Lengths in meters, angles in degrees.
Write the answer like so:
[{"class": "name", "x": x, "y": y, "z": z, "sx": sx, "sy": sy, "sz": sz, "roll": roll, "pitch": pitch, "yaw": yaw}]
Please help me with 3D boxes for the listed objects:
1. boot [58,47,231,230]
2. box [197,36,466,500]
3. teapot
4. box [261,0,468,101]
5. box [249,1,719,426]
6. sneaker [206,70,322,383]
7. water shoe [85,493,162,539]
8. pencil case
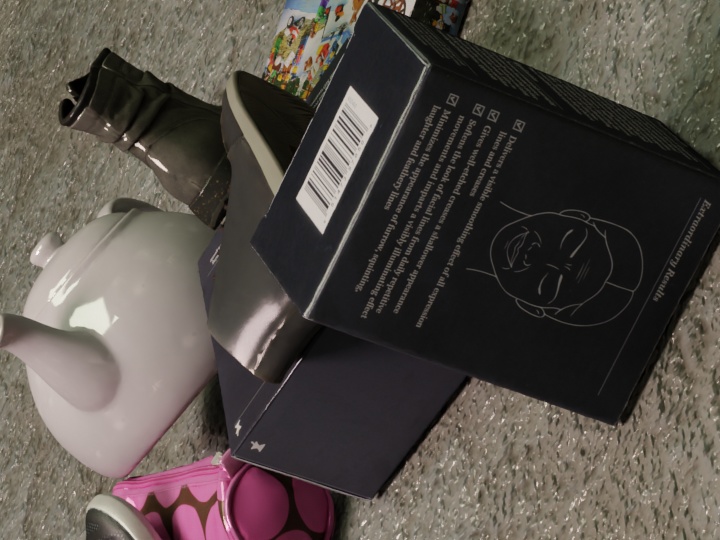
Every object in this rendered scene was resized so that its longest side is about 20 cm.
[{"class": "boot", "x": -0.117, "y": -0.104, "z": 1.888, "sx": 0.068, "sy": 0.130, "sz": 0.200, "roll": -54, "pitch": 2, "yaw": 17}, {"class": "box", "x": 0.000, "y": 0.000, "z": 1.773, "sx": 0.200, "sy": 0.104, "sz": 0.182, "roll": -54, "pitch": 30, "yaw": 31}, {"class": "teapot", "x": -0.156, "y": 0.028, "z": 1.944, "sx": 0.198, "sy": 0.146, "sz": 0.200, "roll": -49, "pitch": 0, "yaw": -18}, {"class": "box", "x": -0.008, "y": -0.127, "z": 1.947, "sx": 0.200, "sy": 0.038, "sz": 0.137, "roll": 15, "pitch": 86, "yaw": 64}, {"class": "box", "x": 0.070, "y": -0.029, "z": 1.548, "sx": 0.149, "sy": 0.199, "sz": 0.107, "roll": -63, "pitch": 26, "yaw": 13}, {"class": "sneaker", "x": -0.061, "y": -0.030, "z": 1.705, "sx": 0.106, "sy": 0.075, "sz": 0.200, "roll": -55, "pitch": 31, "yaw": 23}, {"class": "water shoe", "x": -0.152, "y": 0.243, "z": 1.844, "sx": 0.071, "sy": 0.079, "sz": 0.201, "roll": -1, "pitch": 104, "yaw": 56}, {"class": "pencil case", "x": -0.096, "y": 0.159, "z": 1.865, "sx": 0.200, "sy": 0.094, "sz": 0.091, "roll": -21, "pitch": 30, "yaw": 56}]
